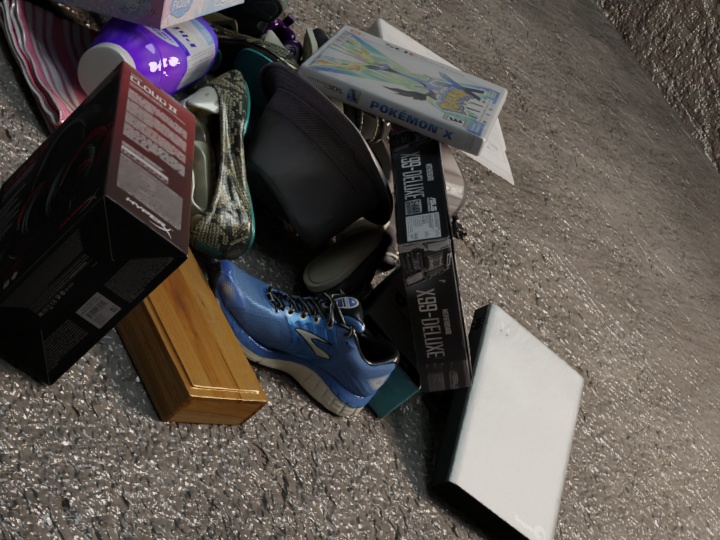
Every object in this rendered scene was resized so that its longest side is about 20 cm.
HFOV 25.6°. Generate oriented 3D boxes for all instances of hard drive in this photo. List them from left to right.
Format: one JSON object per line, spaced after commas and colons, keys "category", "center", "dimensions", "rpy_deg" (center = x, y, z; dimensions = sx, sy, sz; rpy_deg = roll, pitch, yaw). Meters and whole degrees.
{"category": "hard drive", "center": [0.140, 0.151, 1.483], "dimensions": [0.139, 0.033, 0.201], "rpy_deg": [39, 49, -26]}

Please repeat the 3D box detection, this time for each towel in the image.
{"category": "towel", "center": [-0.224, -0.162, 1.394], "dimensions": [0.199, 0.030, 0.147], "rpy_deg": [13, 43, -56]}

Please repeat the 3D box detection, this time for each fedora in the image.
{"category": "fedora", "center": [-0.055, -0.091, 1.464], "dimensions": [0.177, 0.090, 0.200], "rpy_deg": [43, -10, 16]}

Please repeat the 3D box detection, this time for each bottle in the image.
{"category": "bottle", "center": [-0.188, -0.187, 1.380], "dimensions": [0.083, 0.066, 0.200], "rpy_deg": [35, 20, 2]}

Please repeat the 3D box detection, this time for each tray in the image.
{"category": "tray", "center": [-0.152, 0.025, 1.228], "dimensions": [0.098, 0.037, 0.201], "rpy_deg": [12, 42, -57]}

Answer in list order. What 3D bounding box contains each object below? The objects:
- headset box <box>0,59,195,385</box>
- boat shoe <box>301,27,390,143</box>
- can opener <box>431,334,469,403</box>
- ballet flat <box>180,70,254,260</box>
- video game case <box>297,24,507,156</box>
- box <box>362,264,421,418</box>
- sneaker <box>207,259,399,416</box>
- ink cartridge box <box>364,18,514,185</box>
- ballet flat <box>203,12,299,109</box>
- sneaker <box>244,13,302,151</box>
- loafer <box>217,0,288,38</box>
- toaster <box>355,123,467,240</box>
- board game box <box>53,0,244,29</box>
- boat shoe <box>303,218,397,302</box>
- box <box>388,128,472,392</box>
{"category": "headset box", "center": [-0.190, -0.042, 1.112], "dimensions": [0.075, 0.148, 0.201], "rpy_deg": [37, 26, -26]}
{"category": "boat shoe", "center": [-0.021, -0.184, 1.595], "dimensions": [0.067, 0.072, 0.201], "rpy_deg": [-2, 33, -14]}
{"category": "can opener", "center": [0.099, 0.087, 1.590], "dimensions": [0.063, 0.079, 0.200], "rpy_deg": [7, 25, 1]}
{"category": "ballet flat", "center": [-0.133, -0.104, 1.378], "dimensions": [0.075, 0.068, 0.202], "rpy_deg": [20, 50, -35]}
{"category": "video game case", "center": [0.045, -0.176, 1.510], "dimensions": [0.181, 0.022, 0.200], "rpy_deg": [22, 22, 3]}
{"category": "box", "center": [0.033, 0.061, 1.499], "dimensions": [0.082, 0.049, 0.200], "rpy_deg": [49, 22, -3]}
{"category": "sneaker", "center": [-0.046, 0.041, 1.330], "dimensions": [0.199, 0.089, 0.079], "rpy_deg": [34, 26, -33]}
{"category": "ink cartridge box", "center": [0.075, -0.165, 1.651], "dimensions": [0.160, 0.050, 0.201], "rpy_deg": [30, 30, -23]}
{"category": "ballet flat", "center": [-0.124, -0.214, 1.538], "dimensions": [0.198, 0.068, 0.076], "rpy_deg": [21, 47, -7]}
{"category": "sneaker", "center": [-0.096, -0.191, 1.602], "dimensions": [0.074, 0.087, 0.201], "rpy_deg": [35, 26, -31]}
{"category": "loafer", "center": [-0.115, -0.274, 1.578], "dimensions": [0.071, 0.200, 0.063], "rpy_deg": [27, 74, -23]}
{"category": "toaster", "center": [0.022, -0.109, 1.665], "dimensions": [0.129, 0.114, 0.201], "rpy_deg": [12, 41, -50]}
{"category": "board game box", "center": [-0.224, -0.269, 1.411], "dimensions": [0.197, 0.044, 0.200], "rpy_deg": [16, 19, 13]}
{"category": "boat shoe", "center": [0.000, 0.000, 1.505], "dimensions": [0.200, 0.072, 0.063], "rpy_deg": [-55, 124, -69]}
{"category": "box", "center": [0.062, -0.013, 1.436], "dimensions": [0.201, 0.049, 0.159], "rpy_deg": [-92, 173, -57]}
